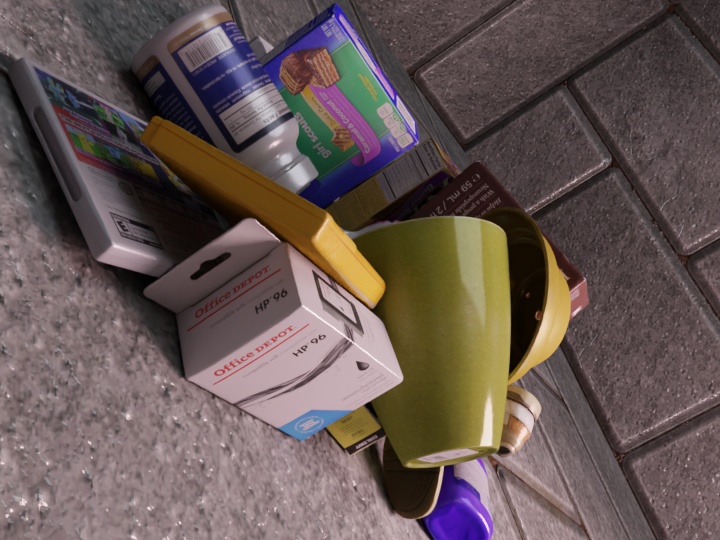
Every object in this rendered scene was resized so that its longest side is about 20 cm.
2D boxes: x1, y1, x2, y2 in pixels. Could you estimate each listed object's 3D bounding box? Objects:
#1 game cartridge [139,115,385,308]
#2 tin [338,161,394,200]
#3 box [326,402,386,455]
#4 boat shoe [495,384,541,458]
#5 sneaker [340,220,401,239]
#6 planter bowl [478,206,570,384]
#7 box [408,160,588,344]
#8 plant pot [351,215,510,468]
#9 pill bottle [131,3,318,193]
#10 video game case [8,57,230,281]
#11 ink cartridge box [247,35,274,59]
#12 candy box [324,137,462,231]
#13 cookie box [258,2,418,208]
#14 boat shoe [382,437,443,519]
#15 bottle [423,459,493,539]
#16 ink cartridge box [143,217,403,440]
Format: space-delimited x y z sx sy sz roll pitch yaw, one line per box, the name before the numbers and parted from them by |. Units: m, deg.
game cartridge | -0.073 -0.045 0.715 0.175 0.033 0.200 31 -8 19
tin | 0.010 -0.141 1.233 0.041 0.200 0.113 27 60 -7
box | -0.047 0.082 0.839 0.201 0.050 0.076 53 17 -23
boat shoe | 0.105 0.162 0.993 0.075 0.198 0.069 53 55 -31
sneaker | 0.000 0.000 0.982 0.081 0.196 0.087 103 -13 -54
planter bowl | 0.165 0.041 0.934 0.082 0.202 0.202 15 36 -26
box | 0.160 0.006 1.096 0.201 0.165 0.164 51 4 19
plant pot | 0.070 0.080 0.839 0.187 0.185 0.203 31 46 -60
pill bottle | -0.134 -0.156 0.890 0.202 0.115 0.116 57 15 -8
video game case | -0.181 -0.067 0.713 0.184 0.023 0.200 59 14 21
ink cartridge box | -0.097 -0.202 1.162 0.147 0.083 0.200 62 14 14
candy box | 0.044 -0.081 1.163 0.116 0.198 0.057 34 28 -58
cookie box | -0.061 -0.168 0.989 0.172 0.198 0.075 52 17 -19
boat shoe | 0.065 0.165 0.934 0.066 0.071 0.204 40 42 -54
bottle | 0.111 0.241 1.017 0.084 0.065 0.200 50 16 -14
ink cartridge box | -0.066 0.055 0.700 0.200 0.115 0.068 40 23 -47
